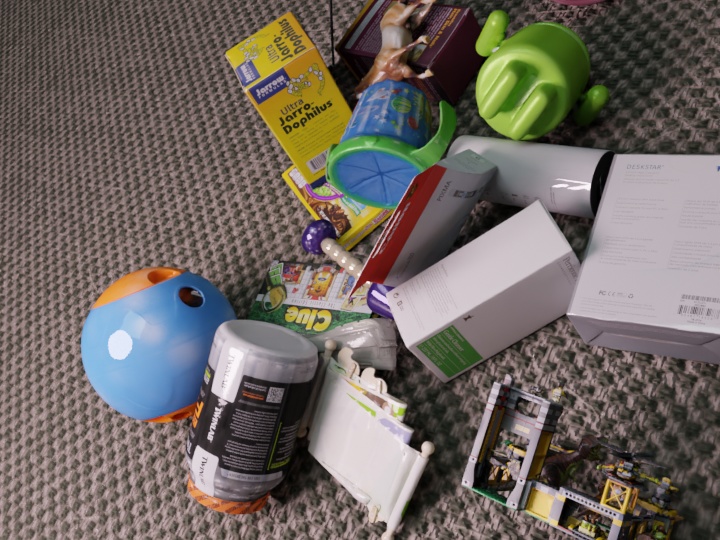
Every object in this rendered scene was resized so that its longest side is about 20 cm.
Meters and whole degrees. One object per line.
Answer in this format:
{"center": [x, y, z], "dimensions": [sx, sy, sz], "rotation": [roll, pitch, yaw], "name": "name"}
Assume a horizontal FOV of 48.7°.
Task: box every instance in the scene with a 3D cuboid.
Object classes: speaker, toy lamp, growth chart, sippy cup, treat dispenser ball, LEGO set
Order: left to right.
{"center": [-0.256, 0.096, 1.031], "dimensions": [0.201, 0.201, 0.201], "rotation": [-17, 52, 24], "name": "treat dispenser ball"}
{"center": [-0.001, 0.179, 0.878], "dimensions": [0.200, 0.018, 0.145], "rotation": [40, 112, 38], "name": "growth chart"}
{"center": [0.000, 0.000, 0.996], "dimensions": [0.058, 0.058, 0.200], "rotation": [-46, 48, -2], "name": "toy lamp"}
{"center": [0.036, -0.169, 1.032], "dimensions": [0.178, 0.140, 0.130], "rotation": [7, 63, 11], "name": "sippy cup"}
{"center": [0.203, -0.113, 0.949], "dimensions": [0.200, 0.081, 0.081], "rotation": [14, 69, 40], "name": "speaker"}
{"center": [0.196, 0.166, 0.716], "dimensions": [0.200, 0.154, 0.116], "rotation": [16, 87, 47], "name": "LEGO set"}

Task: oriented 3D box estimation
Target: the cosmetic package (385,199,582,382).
{"center": [0.143, 0.026, 0.878], "dimensions": [0.200, 0.108, 0.085], "rotation": [-32, 48, 13], "name": "cosmetic package"}

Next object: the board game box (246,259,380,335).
{"center": [-0.057, 0.040, 1.060], "dimensions": [0.200, 0.023, 0.105], "rotation": [4, 65, 35], "name": "board game box"}

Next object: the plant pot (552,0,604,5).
{"center": [0.288, -0.485, 1.083], "dimensions": [0.200, 0.200, 0.179], "rotation": [-28, 33, 15], "name": "plant pot"}

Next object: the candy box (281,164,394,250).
{"center": [-0.033, -0.115, 1.145], "dimensions": [0.102, 0.026, 0.200], "rotation": [-39, 47, 0], "name": "candy box"}

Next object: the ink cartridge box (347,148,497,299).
{"center": [0.073, -0.046, 0.884], "dimensions": [0.047, 0.200, 0.160], "rotation": [34, 116, 11], "name": "ink cartridge box"}

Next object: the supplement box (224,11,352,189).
{"center": [-0.082, -0.231, 1.103], "dimensions": [0.109, 0.200, 0.109], "rotation": [-32, 47, 3], "name": "supplement box"}

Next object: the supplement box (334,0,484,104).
{"center": [0.075, -0.328, 1.175], "dimensions": [0.200, 0.086, 0.110], "rotation": [25, 77, 42], "name": "supplement box"}

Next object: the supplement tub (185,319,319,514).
{"center": [-0.129, 0.167, 0.915], "dimensions": [0.122, 0.122, 0.200], "rotation": [25, 103, 42], "name": "supplement tub"}

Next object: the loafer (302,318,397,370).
{"center": [-0.042, 0.110, 0.969], "dimensions": [0.200, 0.070, 0.070], "rotation": [-19, 77, 37], "name": "loafer"}

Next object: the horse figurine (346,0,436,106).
{"center": [0.059, -0.319, 1.079], "dimensions": [0.132, 0.050, 0.200], "rotation": [-6, 67, 52], "name": "horse figurine"}

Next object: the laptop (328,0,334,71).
{"center": [-0.092, -0.336, 1.228], "dimensions": [0.200, 0.103, 0.177], "rotation": [-38, 12, 8], "name": "laptop"}

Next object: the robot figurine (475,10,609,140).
{"center": [0.213, -0.234, 0.972], "dimensions": [0.200, 0.175, 0.116], "rotation": [-48, -8, -50], "name": "robot figurine"}

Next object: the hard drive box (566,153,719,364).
{"center": [0.318, -0.017, 0.810], "dimensions": [0.156, 0.077, 0.200], "rotation": [8, 65, 37], "name": "hard drive box"}
